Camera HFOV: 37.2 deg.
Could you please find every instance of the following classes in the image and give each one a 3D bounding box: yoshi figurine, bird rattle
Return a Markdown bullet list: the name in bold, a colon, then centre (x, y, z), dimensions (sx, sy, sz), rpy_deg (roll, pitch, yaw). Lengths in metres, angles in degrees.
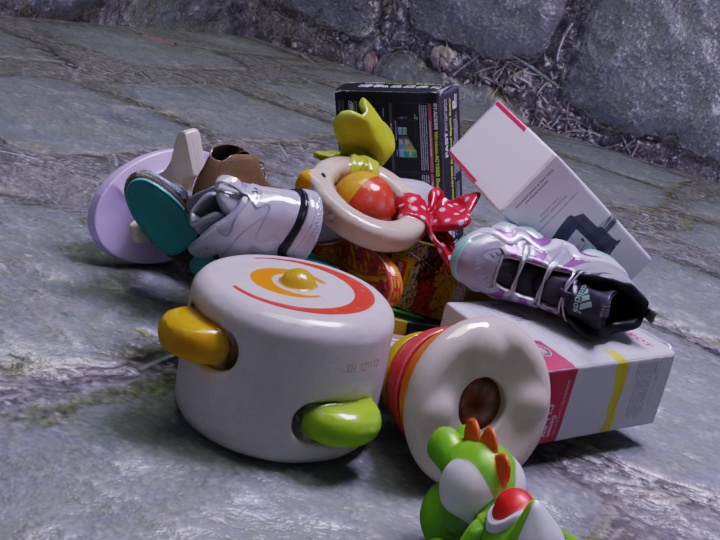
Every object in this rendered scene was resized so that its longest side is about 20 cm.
- **yoshi figurine**: centre (0.097, 0.198, 0.747), dimensions (0.112, 0.112, 0.201), rpy_deg (40, 11, -36)
- **bird rattle**: centre (0.018, -0.065, 1.092), dimensions (0.201, 0.113, 0.162), rpy_deg (48, 39, 13)

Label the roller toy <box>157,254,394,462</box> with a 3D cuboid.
- **roller toy**: centre (-0.067, 0.066, 0.931), dimensions (0.196, 0.142, 0.183), rpy_deg (13, 16, 3)

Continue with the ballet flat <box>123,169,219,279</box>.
- **ballet flat**: centre (-0.177, -0.035, 1.153), dimensions (0.201, 0.074, 0.074), rpy_deg (54, 3, -21)

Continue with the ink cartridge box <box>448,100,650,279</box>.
- **ink cartridge box**: centre (0.205, -0.069, 1.159), dimensions (0.199, 0.084, 0.145), rpy_deg (39, 11, -35)

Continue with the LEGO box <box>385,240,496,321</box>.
- **LEGO box**: centre (0.137, 0.023, 1.235), dimensions (0.198, 0.079, 0.148), rpy_deg (12, 3, -40)

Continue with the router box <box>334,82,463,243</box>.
- **router box**: centre (0.051, -0.136, 1.356), dimensions (0.147, 0.204, 0.062), rpy_deg (7, 22, 27)

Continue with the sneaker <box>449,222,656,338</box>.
- **sneaker**: centre (0.192, 0.016, 1.022), dimensions (0.196, 0.079, 0.140), rpy_deg (7, 18, -17)

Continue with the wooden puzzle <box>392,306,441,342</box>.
- **wooden puzzle**: centre (0.003, 0.053, 1.141), dimensions (0.196, 0.038, 0.185), rpy_deg (4, 6, -22)

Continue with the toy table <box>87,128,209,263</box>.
- **toy table**: centre (-0.204, -0.074, 1.241), dimensions (0.199, 0.187, 0.116), rpy_deg (-34, 28, -32)

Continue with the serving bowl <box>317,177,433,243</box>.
- **serving bowl**: centre (0.007, -0.070, 1.260), dimensions (0.196, 0.067, 0.200), rpy_deg (-10, -3, -1)

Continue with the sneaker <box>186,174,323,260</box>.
- **sneaker**: centre (-0.126, -0.013, 1.034), dimensions (0.113, 0.201, 0.076), rpy_deg (17, 40, -26)

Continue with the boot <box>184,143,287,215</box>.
- **boot**: centre (-0.114, -0.090, 1.148), dimensions (0.072, 0.077, 0.199), rpy_deg (19, 8, 19)

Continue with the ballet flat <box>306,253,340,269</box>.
- **ballet flat**: centre (-0.081, -0.002, 1.131), dimensions (0.068, 0.071, 0.200), rpy_deg (5, 14, -24)

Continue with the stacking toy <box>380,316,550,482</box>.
- **stacking toy**: centre (0.065, 0.100, 0.968), dimensions (0.144, 0.149, 0.199), rpy_deg (4, 7, -26)

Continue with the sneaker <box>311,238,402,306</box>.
- **sneaker**: centre (0.000, 0.000, 1.130), dimensions (0.076, 0.075, 0.199), rpy_deg (5, 7, -26)

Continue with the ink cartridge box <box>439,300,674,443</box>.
- **ink cartridge box**: centre (0.190, 0.093, 1.055), dimensions (0.197, 0.085, 0.145), rpy_deg (-2, 24, -37)
